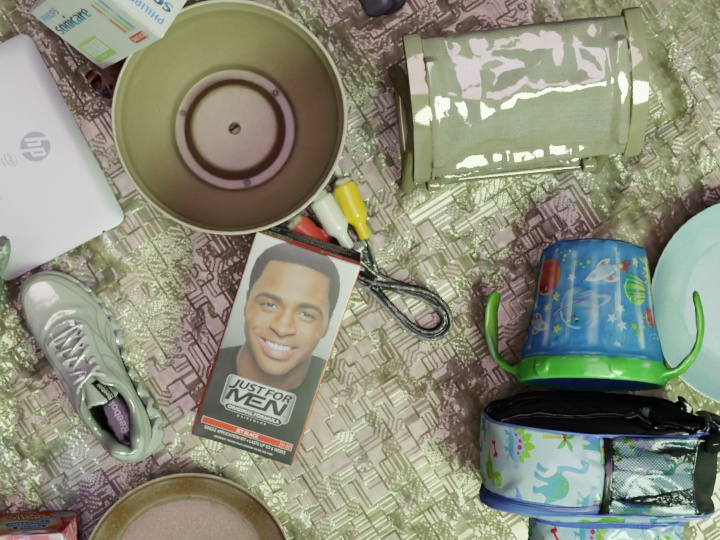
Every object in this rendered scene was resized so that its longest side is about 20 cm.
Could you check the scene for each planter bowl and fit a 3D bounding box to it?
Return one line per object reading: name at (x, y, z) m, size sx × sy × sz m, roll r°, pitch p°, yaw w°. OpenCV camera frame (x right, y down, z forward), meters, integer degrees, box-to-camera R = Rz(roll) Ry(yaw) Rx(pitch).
planter bowl at (-0.114, -0.132, 1.191) m, size 0.200 × 0.135 × 0.201 m, roll 0°, pitch 92°, yaw -3°

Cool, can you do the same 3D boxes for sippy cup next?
sippy cup at (0.213, 0.041, 1.221) m, size 0.178 × 0.140 × 0.131 m, roll 6°, pitch 80°, yaw -15°

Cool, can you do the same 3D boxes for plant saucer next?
plant saucer at (-0.161, 0.286, 1.240) m, size 0.200 × 0.037 × 0.201 m, roll 0°, pitch 90°, yaw -10°
plant saucer at (0.370, 0.030, 1.269) m, size 0.201 × 0.039 × 0.201 m, roll 0°, pitch 92°, yaw -3°

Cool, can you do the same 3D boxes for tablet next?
tablet at (-0.321, -0.106, 1.241) m, size 0.130 × 0.014 × 0.200 m, roll -27°, pitch 93°, yaw -2°

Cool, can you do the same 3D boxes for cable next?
cable at (0.000, 0.000, 1.241) m, size 0.097 × 0.050 × 0.200 m, roll -39°, pitch 92°, yaw -1°

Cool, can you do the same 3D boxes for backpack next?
backpack at (0.206, 0.185, 1.192) m, size 0.200 × 0.183 × 0.147 m, roll 4°, pitch 90°, yaw 2°

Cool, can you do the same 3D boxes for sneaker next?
sneaker at (-0.247, 0.088, 1.217) m, size 0.075 × 0.081 × 0.200 m, roll -32°, pitch 91°, yaw 0°

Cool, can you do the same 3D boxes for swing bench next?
swing bench at (0.134, -0.144, 1.171) m, size 0.199 × 0.200 × 0.130 m, roll -7°, pitch 92°, yaw -3°

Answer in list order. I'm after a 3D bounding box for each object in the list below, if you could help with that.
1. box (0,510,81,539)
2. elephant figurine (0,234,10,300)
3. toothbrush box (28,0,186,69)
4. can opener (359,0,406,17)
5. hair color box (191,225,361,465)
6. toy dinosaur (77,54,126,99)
box at (-0.304, 0.327, 1.208) m, size 0.095 × 0.100 × 0.200 m, roll -2°, pitch 92°, yaw -3°
elephant figurine at (-0.429, 0.015, 1.188) m, size 0.200 × 0.142 × 0.155 m, roll 30°, pitch 60°, yaw 12°
toothbrush box at (-0.172, -0.282, 1.110) m, size 0.086 × 0.146 × 0.200 m, roll 39°, pitch 69°, yaw -23°
can opener at (-0.030, -0.324, 1.242) m, size 0.067 × 0.053 × 0.200 m, roll -25°, pitch 93°, yaw 30°
hair color box at (-0.077, 0.066, 1.216) m, size 0.101 × 0.061 × 0.200 m, roll 17°, pitch 102°, yaw -3°
toy dinosaur at (-0.211, -0.252, 1.213) m, size 0.136 × 0.086 × 0.200 m, roll 44°, pitch 73°, yaw -13°
